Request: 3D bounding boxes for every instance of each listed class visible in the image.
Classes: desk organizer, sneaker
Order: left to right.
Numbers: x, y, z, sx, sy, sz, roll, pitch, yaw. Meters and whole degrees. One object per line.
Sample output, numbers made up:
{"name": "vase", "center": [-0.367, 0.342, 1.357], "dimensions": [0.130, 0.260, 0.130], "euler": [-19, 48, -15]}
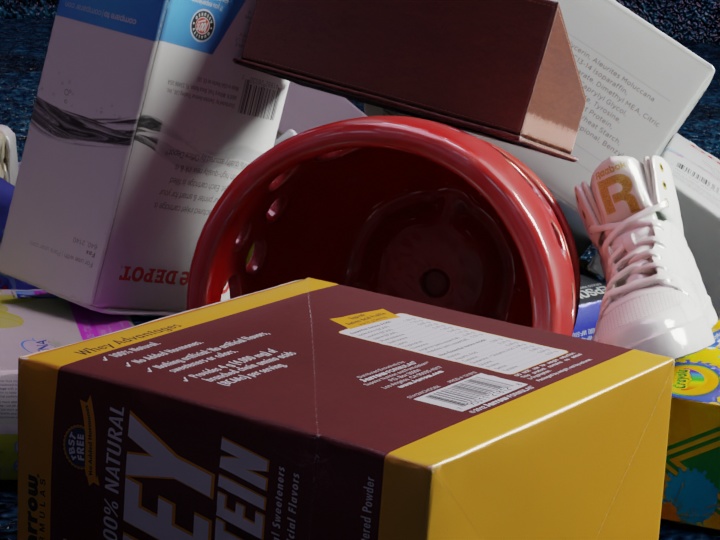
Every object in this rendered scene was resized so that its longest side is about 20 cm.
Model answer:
{"name": "desk organizer", "center": [0.033, -0.127, 1.076], "dimensions": [0.199, 0.077, 0.072], "euler": [19, 4, 32]}
{"name": "sneaker", "center": [0.147, -0.004, 1.050], "dimensions": [0.073, 0.116, 0.200], "euler": [-20, 2, 14]}

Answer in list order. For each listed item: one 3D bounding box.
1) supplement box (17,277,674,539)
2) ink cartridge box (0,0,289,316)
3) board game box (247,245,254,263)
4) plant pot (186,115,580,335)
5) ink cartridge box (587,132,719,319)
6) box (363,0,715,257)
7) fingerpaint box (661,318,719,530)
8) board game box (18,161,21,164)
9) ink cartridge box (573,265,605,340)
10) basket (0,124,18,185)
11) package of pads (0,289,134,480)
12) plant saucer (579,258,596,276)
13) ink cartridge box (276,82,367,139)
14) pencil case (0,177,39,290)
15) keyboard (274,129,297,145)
{"name": "supplement box", "center": [-0.005, 0.099, 0.795], "dimensions": [0.199, 0.134, 0.197], "euler": [12, 16, 33]}
{"name": "ink cartridge box", "center": [-0.121, -0.081, 1.129], "dimensions": [0.086, 0.201, 0.146], "euler": [19, 6, 29]}
{"name": "board game box", "center": [-0.113, -0.023, 1.379], "dimensions": [0.102, 0.048, 0.200], "euler": [-42, 26, -10]}
{"name": "plant pot", "center": [0.025, 0.011, 1.045], "dimensions": [0.199, 0.202, 0.182], "euler": [6, 11, 14]}
{"name": "ink cartridge box", "center": [0.252, -0.014, 1.341], "dimensions": [0.145, 0.088, 0.200], "euler": [34, 19, 4]}
{"name": "box", "center": [0.114, -0.123, 1.300], "dimensions": [0.200, 0.131, 0.199], "euler": [34, -3, 4]}
{"name": "fingerpaint box", "center": [0.253, 0.086, 1.044], "dimensions": [0.166, 0.074, 0.200], "euler": [9, 14, 25]}
{"name": "board game box", "center": [-0.271, -0.050, 1.466], "dimensions": [0.199, 0.037, 0.151], "euler": [-19, 17, -10]}
{"name": "ink cartridge box", "center": [0.100, 0.009, 1.269], "dimensions": [0.099, 0.039, 0.200], "euler": [-12, 40, -41]}
{"name": "basket", "center": [-0.343, -0.029, 1.281], "dimensions": [0.199, 0.136, 0.123], "euler": [4, 17, 7]}
{"name": "package of pads", "center": [-0.202, 0.059, 1.068], "dimensions": [0.154, 0.069, 0.200], "euler": [1, 12, -15]}
{"name": "plant saucer", "center": [0.040, 0.007, 1.397], "dimensions": [0.199, 0.048, 0.199], "euler": [-6, 16, -33]}
{"name": "ink cartridge box", "center": [-0.080, -0.103, 1.499], "dimensions": [0.145, 0.084, 0.200], "euler": [37, -15, -11]}
{"name": "pencil case", "center": [-0.236, -0.014, 1.181], "dimensions": [0.078, 0.087, 0.200], "euler": [14, -18, 46]}
{"name": "keyboard", "center": [0.000, 0.000, 1.171], "dimensions": [0.200, 0.056, 0.011], "euler": [48, 1, 14]}
